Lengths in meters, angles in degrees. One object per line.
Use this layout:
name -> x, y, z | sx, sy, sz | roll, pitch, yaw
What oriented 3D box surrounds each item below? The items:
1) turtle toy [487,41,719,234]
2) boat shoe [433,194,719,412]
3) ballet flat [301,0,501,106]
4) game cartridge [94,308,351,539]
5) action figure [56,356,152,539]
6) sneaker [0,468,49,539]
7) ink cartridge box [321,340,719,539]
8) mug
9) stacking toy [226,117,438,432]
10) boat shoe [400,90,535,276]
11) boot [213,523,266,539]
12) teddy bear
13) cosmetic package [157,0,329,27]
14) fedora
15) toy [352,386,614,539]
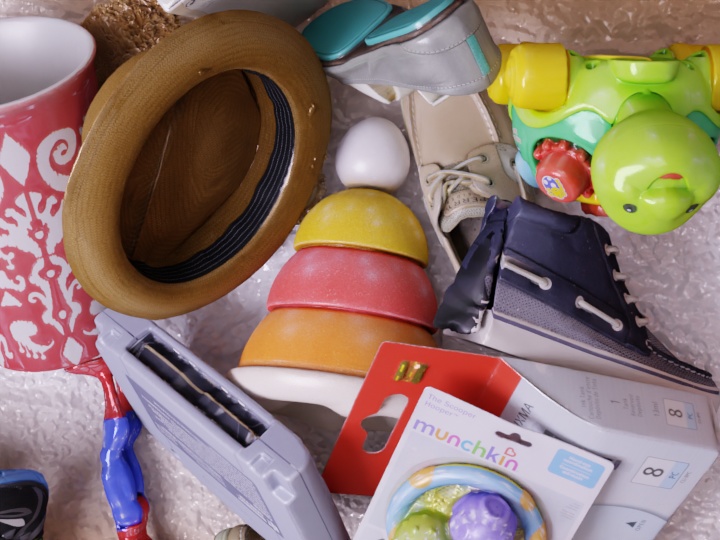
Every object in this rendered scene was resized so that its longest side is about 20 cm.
turtle toy -> 0.150, -0.079, 0.850 | 0.145, 0.200, 0.101 | 0, 99, -4
boat shoe -> 0.145, 0.022, 0.889 | 0.200, 0.075, 0.093 | 20, 86, -28
ballet flat -> 0.020, -0.128, 0.904 | 0.067, 0.200, 0.064 | -40, 111, -14
game cartridge -> -0.086, 0.112, 0.951 | 0.041, 0.133, 0.200 | -39, 50, -22
action figure -> -0.186, 0.165, 1.036 | 0.099, 0.065, 0.200 | -16, 90, 8
sneaker -> -0.243, 0.195, 1.001 | 0.071, 0.200, 0.083 | -3, 53, -12
ink cartridge box -> 0.088, 0.120, 0.882 | 0.200, 0.047, 0.160 | 10, 137, -12
mug -> -0.215, -0.057, 0.979 | 0.133, 0.178, 0.200 | -4, 123, 6
stacking toy -> 0.000, 0.000, 0.955 | 0.146, 0.146, 0.200 | 6, 77, 16
boat shoe -> 0.074, -0.046, 0.940 | 0.072, 0.065, 0.200 | -19, 90, 17
boot -> 0.008, 0.227, 0.982 | 0.155, 0.072, 0.200 | -33, 90, 17
teddy bear -> -0.110, -0.095, 0.997 | 0.200, 0.067, 0.145 | 34, 117, 7
cosmetic package -> -0.080, -0.208, 0.900 | 0.073, 0.200, 0.104 | -37, 83, 16
fedora -> -0.110, -0.071, 0.899 | 0.082, 0.200, 0.201 | 36, 105, 39
toy -> 0.054, 0.172, 0.869 | 0.115, 0.047, 0.200 | 22, 126, -1
